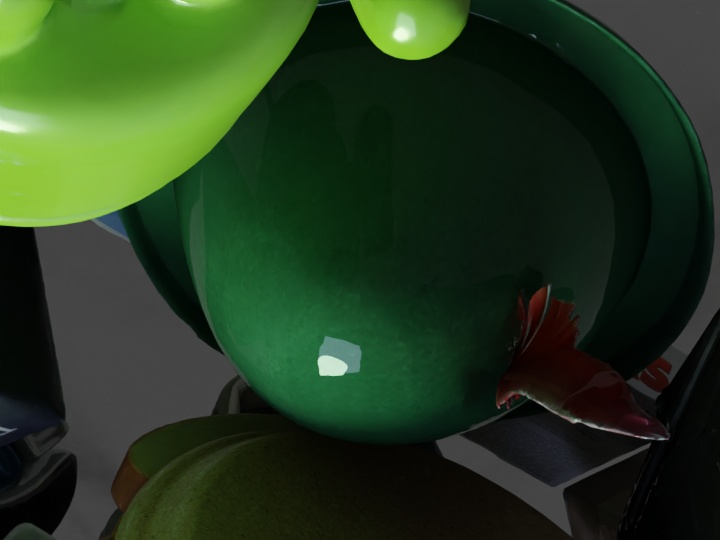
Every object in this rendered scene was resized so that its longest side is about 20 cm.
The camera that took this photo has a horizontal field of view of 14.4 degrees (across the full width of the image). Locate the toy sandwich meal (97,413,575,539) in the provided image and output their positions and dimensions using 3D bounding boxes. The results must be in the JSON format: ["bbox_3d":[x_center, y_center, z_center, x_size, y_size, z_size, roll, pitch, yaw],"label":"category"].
[{"bbox_3d":[0.004,0.119,0.751,0.204,0.206,0.070,27,122,-14],"label":"toy sandwich meal"}]

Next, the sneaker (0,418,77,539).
[{"bbox_3d":[-0.190,0.033,0.940,0.086,0.075,0.200,-2,143,48],"label":"sneaker"}]

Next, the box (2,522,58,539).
[{"bbox_3d":[-0.070,0.218,0.808,0.198,0.131,0.200,31,128,6],"label":"box"}]

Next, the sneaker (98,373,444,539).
[{"bbox_3d":[-0.027,0.072,0.924,0.200,0.067,0.090,8,116,55],"label":"sneaker"}]

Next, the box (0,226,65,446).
[{"bbox_3d":[-0.215,0.000,0.739,0.196,0.118,0.200,-21,158,22],"label":"box"}]

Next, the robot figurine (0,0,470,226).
[{"bbox_3d":[-0.069,-0.073,0.628,0.175,0.116,0.200,-17,176,-13],"label":"robot figurine"}]

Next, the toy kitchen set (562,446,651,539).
[{"bbox_3d":[0.146,0.127,0.905,0.163,0.180,0.201,21,129,57],"label":"toy kitchen set"}]

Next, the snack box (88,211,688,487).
[{"bbox_3d":[0.000,0.000,0.823,0.199,0.024,0.072,31,148,-20],"label":"snack box"}]

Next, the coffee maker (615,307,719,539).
[{"bbox_3d":[0.180,0.073,0.687,0.199,0.135,0.192,3,162,-11],"label":"coffee maker"}]

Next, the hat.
[{"bbox_3d":[0.001,0.034,0.699,0.165,0.177,0.201,2,137,9],"label":"hat"}]
